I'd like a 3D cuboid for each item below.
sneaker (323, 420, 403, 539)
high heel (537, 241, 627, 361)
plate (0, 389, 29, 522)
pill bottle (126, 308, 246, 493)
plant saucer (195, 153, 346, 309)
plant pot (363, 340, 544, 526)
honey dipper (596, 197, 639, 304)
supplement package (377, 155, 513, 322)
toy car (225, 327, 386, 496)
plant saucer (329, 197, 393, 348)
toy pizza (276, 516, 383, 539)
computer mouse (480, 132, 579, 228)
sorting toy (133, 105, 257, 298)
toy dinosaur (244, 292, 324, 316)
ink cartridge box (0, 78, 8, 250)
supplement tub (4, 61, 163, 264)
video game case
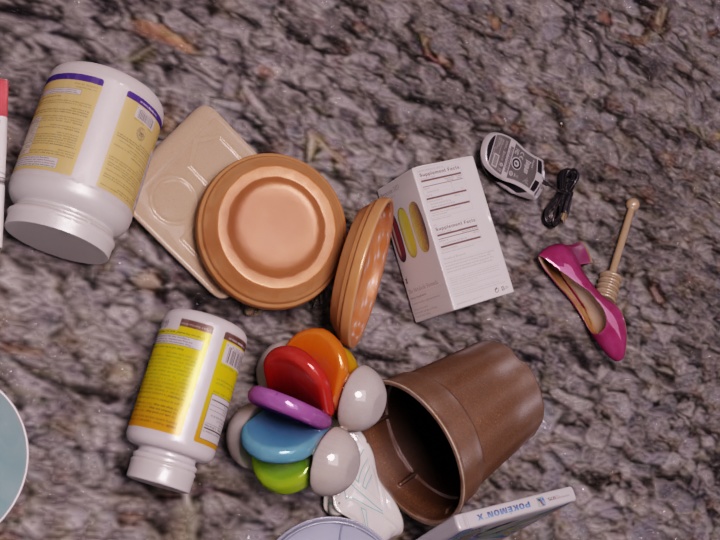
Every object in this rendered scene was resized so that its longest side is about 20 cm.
[{"bbox_3d":[-0.017,0.273,1.176,0.080,0.070,0.203,-27,92,-25],"label":"sneaker"},{"bbox_3d":[0.343,0.052,1.399,0.095,0.067,0.203,-13,82,-33],"label":"high heel"},{"bbox_3d":[-0.468,0.208,0.990,0.197,0.026,0.204,6,77,-24],"label":"plate"},{"bbox_3d":[-0.212,0.156,1.081,0.108,0.109,0.203,22,70,-20],"label":"pill bottle"},{"bbox_3d":[-0.109,-0.053,1.152,0.197,0.037,0.204,3,81,-19],"label":"plant saucer"},{"bbox_3d":[0.128,0.200,1.206,0.197,0.199,0.203,-24,90,-37],"label":"plant pot"},{"bbox_3d":[0.423,-0.036,1.482,0.038,0.038,0.202,31,64,-17],"label":"honey dipper"},{"bbox_3d":[0.118,-0.044,1.285,0.108,0.113,0.203,-14,84,-29],"label":"supplement package"},{"bbox_3d":[-0.076,0.164,1.094,0.173,0.150,0.202,15,66,25],"label":"toy car"},{"bbox_3d":[0.000,0.000,1.186,0.037,0.201,0.203,14,70,9],"label":"plant saucer"},{"bbox_3d":[-0.040,0.413,1.134,0.197,0.032,0.204,2,81,-10],"label":"toy pizza"},{"bbox_3d":[0.257,-0.151,1.419,0.198,0.044,0.111,28,73,-25],"label":"computer mouse"},{"bbox_3d":[-0.195,-0.090,1.187,0.200,0.036,0.186,43,64,-7],"label":"sorting toy"},{"bbox_3d":[-0.074,-0.009,1.210,0.088,0.047,0.202,41,73,-33],"label":"toy dinosaur"},{"bbox_3d":[-0.478,-0.116,1.020,0.142,0.083,0.204,3,79,-26],"label":"ink cartridge box"},{"bbox_3d":[-0.325,-0.125,1.063,0.144,0.145,0.203,21,71,-21],"label":"supplement tub"},{"bbox_3d":[0.157,0.337,1.178,0.180,0.200,0.022,-6,63,-27],"label":"video game case"}]
